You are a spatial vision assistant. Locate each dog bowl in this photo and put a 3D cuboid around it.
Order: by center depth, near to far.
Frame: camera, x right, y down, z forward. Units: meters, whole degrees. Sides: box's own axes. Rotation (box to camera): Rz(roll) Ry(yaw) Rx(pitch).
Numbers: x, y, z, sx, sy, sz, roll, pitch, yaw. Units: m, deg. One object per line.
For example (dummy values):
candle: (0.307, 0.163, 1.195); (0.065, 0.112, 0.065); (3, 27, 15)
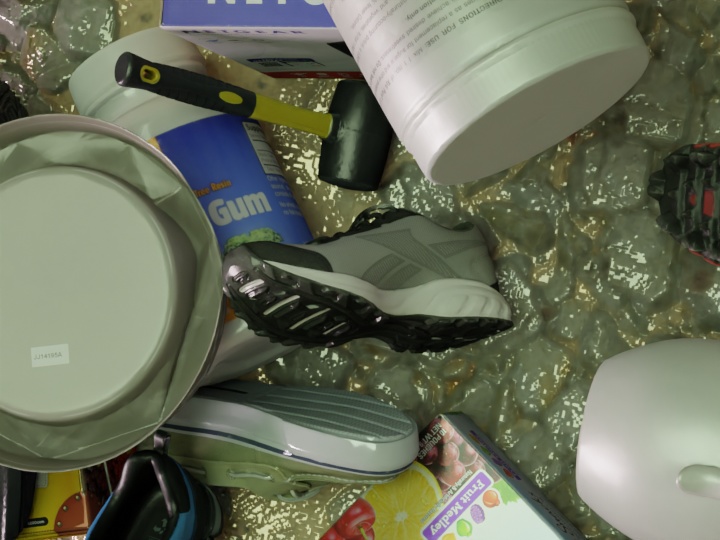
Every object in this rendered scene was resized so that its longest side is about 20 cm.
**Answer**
dog bowl: (-0.166, 0.015, 1.319); (0.200, 0.059, 0.201); (-2, 83, 13)

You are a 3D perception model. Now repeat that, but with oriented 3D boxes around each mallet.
mallet: (-0.060, -0.085, 1.353); (0.041, 0.200, 0.066); (9, 94, 49)

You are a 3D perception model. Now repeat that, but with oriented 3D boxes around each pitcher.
pitcher: (0.215, 0.107, 1.247); (0.200, 0.172, 0.122); (10, 99, 18)

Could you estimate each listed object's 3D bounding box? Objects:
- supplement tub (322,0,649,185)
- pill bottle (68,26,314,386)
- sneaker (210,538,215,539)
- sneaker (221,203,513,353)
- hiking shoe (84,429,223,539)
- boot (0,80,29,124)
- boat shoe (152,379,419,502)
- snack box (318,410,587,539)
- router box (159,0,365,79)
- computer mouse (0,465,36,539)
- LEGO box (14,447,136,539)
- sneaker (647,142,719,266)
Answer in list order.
supplement tub: (0.041, -0.159, 1.159); (0.132, 0.132, 0.200); (-31, 76, 15)
pill bottle: (-0.100, -0.041, 1.398); (0.112, 0.112, 0.200); (-29, 78, 15)
sneaker: (-0.103, 0.243, 1.400); (0.078, 0.090, 0.200); (-15, 59, 10)
sneaker: (0.000, 0.000, 1.330); (0.074, 0.200, 0.080); (-26, 67, 43)
hiking shoe: (-0.145, 0.195, 1.335); (0.074, 0.087, 0.200); (7, 62, 21)
boot: (-0.291, -0.037, 1.440); (0.200, 0.165, 0.066); (-8, 43, 14)
boat shoe: (-0.045, 0.105, 1.384); (0.200, 0.072, 0.062); (8, 107, 42)
snack box: (0.073, 0.200, 1.352); (0.200, 0.053, 0.142); (46, 102, 16)
router box: (0.011, -0.146, 1.331); (0.200, 0.179, 0.049); (3, 86, 20)
computer mouse: (-0.228, 0.106, 1.381); (0.138, 0.053, 0.201); (5, 87, 20)
LEGO box: (-0.248, 0.100, 1.457); (0.200, 0.077, 0.149); (-8, 83, 18)
sneaker: (0.257, -0.032, 1.297); (0.200, 0.098, 0.071); (11, 103, 42)
